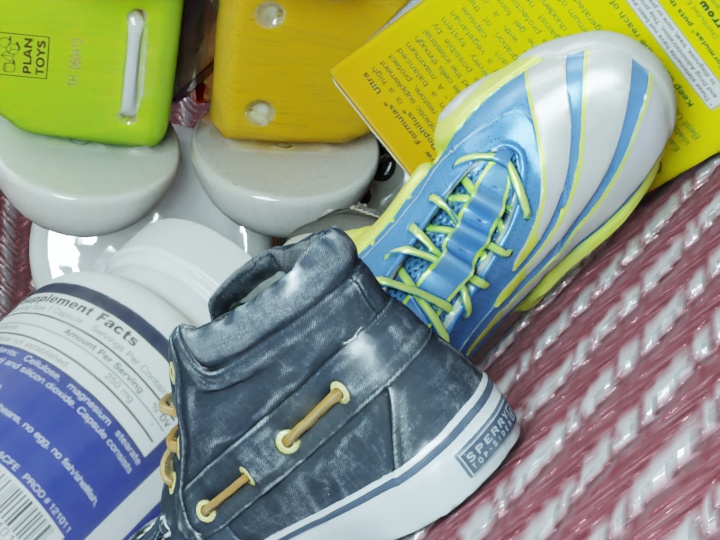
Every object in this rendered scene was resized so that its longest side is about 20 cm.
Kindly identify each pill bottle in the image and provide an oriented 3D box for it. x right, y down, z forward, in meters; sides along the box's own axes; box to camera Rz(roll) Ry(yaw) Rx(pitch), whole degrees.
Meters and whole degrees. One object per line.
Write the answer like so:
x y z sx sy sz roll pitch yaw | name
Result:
-0.116 0.073 0.972 0.200 0.116 0.116 -44 9 -35 | pill bottle
-0.083 -0.008 1.195 0.116 0.117 0.200 -39 -6 5 | pill bottle

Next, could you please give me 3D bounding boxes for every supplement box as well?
0.105 -0.100 0.921 0.200 0.110 0.109 -32 10 43 | supplement box

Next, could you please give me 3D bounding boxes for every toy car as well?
-0.074 -0.116 1.041 0.150 0.198 0.176 -104 18 -48 | toy car

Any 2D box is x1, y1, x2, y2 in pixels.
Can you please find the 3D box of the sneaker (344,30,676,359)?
0.034 0.005 0.854 0.200 0.076 0.105 -44 17 27 | sneaker

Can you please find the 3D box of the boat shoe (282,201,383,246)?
0.000 0.000 1.018 0.057 0.067 0.200 -47 6 -20 | boat shoe

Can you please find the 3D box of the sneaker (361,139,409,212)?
0.059 -0.077 1.159 0.200 0.077 0.085 -39 2 5 | sneaker

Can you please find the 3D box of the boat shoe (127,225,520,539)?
-0.037 0.053 0.792 0.200 0.091 0.071 -32 10 47 | boat shoe
